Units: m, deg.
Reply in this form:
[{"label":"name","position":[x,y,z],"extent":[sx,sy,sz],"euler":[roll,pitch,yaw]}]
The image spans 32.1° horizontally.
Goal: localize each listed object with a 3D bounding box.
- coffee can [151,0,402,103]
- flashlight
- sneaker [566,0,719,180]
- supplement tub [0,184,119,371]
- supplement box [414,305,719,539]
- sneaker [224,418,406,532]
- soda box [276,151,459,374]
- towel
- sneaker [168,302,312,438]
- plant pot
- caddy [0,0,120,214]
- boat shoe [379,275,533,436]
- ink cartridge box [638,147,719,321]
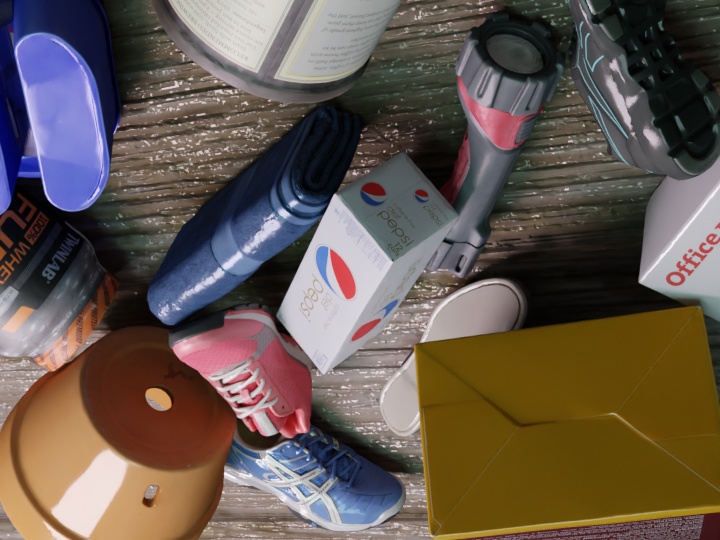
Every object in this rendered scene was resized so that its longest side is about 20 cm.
[{"label":"coffee can","position":[-0.021,-0.215,0.704],"extent":[0.146,0.147,0.200],"euler":[29,136,-7]},{"label":"flashlight","position":[0.076,-0.082,0.860],"extent":[0.068,0.068,0.200],"euler":[12,142,-9]},{"label":"sneaker","position":[0.150,-0.144,0.759],"extent":[0.079,0.075,0.201],"euler":[11,129,59]},{"label":"supplement tub","position":[-0.307,-0.013,1.033],"extent":[0.200,0.123,0.122],"euler":[38,134,-18]},{"label":"supplement box","position":[0.154,0.131,0.901],"extent":[0.196,0.134,0.200],"euler":[-8,158,10]},{"label":"sneaker","position":[-0.052,0.180,1.153],"extent":[0.199,0.076,0.077],"euler":[18,141,2]},{"label":"soda box","position":[0.000,0.000,0.921],"extent":[0.064,0.068,0.200],"euler":[50,151,11]},{"label":"towel","position":[-0.079,-0.036,0.927],"extent":[0.048,0.112,0.200],"euler":[40,133,-17]},{"label":"sneaker","position":[-0.083,0.087,1.011],"extent":[0.073,0.087,0.200],"euler":[-21,158,16]},{"label":"plant pot","position":[-0.194,0.141,1.059],"extent":[0.199,0.201,0.140],"euler":[30,134,-9]},{"label":"caddy","position":[-0.249,-0.133,0.909],"extent":[0.141,0.105,0.201],"euler":[-5,135,-7]},{"label":"boat shoe","position":[0.083,0.064,1.013],"extent":[0.067,0.057,0.200],"euler":[55,134,17]},{"label":"ink cartridge box","position":[0.303,-0.019,0.813],"extent":[0.199,0.084,0.145],"euler":[25,136,-3]}]
